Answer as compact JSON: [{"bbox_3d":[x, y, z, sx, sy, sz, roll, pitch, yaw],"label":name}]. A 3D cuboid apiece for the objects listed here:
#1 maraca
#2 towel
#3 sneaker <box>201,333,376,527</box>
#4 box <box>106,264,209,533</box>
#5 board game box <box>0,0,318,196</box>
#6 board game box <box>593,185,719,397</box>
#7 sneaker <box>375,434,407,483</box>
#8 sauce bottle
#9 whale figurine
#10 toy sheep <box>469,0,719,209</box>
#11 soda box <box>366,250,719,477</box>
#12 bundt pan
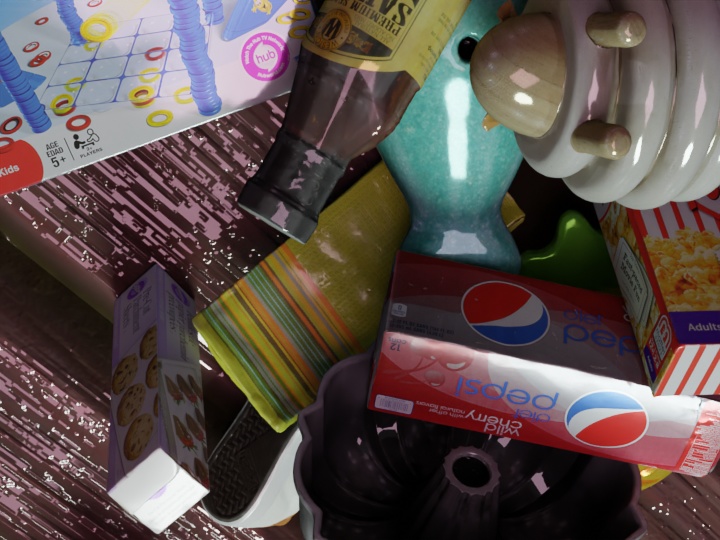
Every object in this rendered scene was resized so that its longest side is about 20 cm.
[{"bbox_3d":[0.156,0.054,0.808,0.135,0.107,0.203,-8,115,-4],"label":"maraca"},{"bbox_3d":[0.000,0.000,0.769,0.199,0.018,0.086,-40,93,-6],"label":"towel"},{"bbox_3d":[-0.021,0.079,0.832,0.201,0.073,0.084,-52,146,7],"label":"sneaker"},{"bbox_3d":[-0.115,0.065,0.727,0.041,0.201,0.039,-38,117,12],"label":"box"},{"bbox_3d":[-0.135,-0.162,0.646,0.197,0.056,0.198,-19,117,3],"label":"board game box"},{"bbox_3d":[0.213,-0.025,0.725,0.149,0.202,0.047,0,139,-11],"label":"board game box"},{"bbox_3d":[0.051,0.196,0.831,0.080,0.115,0.200,-37,133,2],"label":"sneaker"},{"bbox_3d":[0.007,-0.109,0.630,0.065,0.066,0.202,29,88,-19],"label":"sauce bottle"},{"bbox_3d":[0.053,-0.086,0.717,0.156,0.104,0.204,-3,99,-6],"label":"whale figurine"},{"bbox_3d":[0.146,-0.093,0.632,0.197,0.138,0.140,4,114,-17],"label":"toy sheep"},{"bbox_3d":[0.106,0.052,0.716,0.197,0.071,0.064,12,131,0],"label":"soda box"},{"bbox_3d":[0.054,0.134,0.726,0.198,0.204,0.076,6,135,-10],"label":"bundt pan"}]
